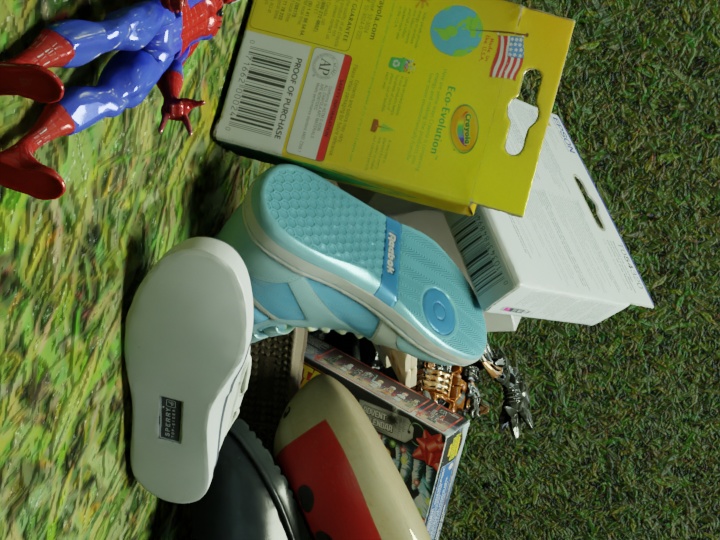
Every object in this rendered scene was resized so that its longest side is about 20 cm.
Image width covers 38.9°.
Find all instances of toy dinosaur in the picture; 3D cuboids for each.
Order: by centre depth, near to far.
[{"bbox_3d":[0.098,0.086,0.942,0.200,0.102,0.136,-47,124,-21],"label":"toy dinosaur"}]

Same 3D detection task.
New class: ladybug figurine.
[{"bbox_3d":[-0.005,0.173,0.737,0.071,0.201,0.136,-25,156,-12],"label":"ladybug figurine"}]

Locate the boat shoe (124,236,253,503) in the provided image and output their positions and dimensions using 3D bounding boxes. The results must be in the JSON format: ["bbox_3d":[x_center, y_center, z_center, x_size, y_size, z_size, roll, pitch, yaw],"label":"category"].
[{"bbox_3d":[-0.096,0.054,0.614,0.066,0.071,0.202,-69,171,-52],"label":"boat shoe"}]

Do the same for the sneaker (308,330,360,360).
[{"bbox_3d":[-0.043,0.109,0.936,0.084,0.073,0.203,-158,-107,-67],"label":"sneaker"}]

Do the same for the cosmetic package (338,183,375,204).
[{"bbox_3d":[0.019,-0.126,0.991,0.105,0.070,0.203,-14,119,-78],"label":"cosmetic package"}]

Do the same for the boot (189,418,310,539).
[{"bbox_3d":[-0.114,0.212,0.684,0.167,0.202,0.076,-26,177,-39],"label":"boot"}]

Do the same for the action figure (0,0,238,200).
[{"bbox_3d":[-0.094,-0.101,0.454,0.201,0.051,0.066,-66,164,-54],"label":"action figure"}]

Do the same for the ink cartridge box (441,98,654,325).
[{"bbox_3d":[0.126,-0.054,0.784,0.199,0.043,0.198,11,51,-48],"label":"ink cartridge box"}]

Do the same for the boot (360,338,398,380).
[{"bbox_3d":[0.000,0.090,1.041,0.200,0.065,0.167,11,-97,69],"label":"boot"}]

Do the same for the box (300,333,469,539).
[{"bbox_3d":[-0.012,0.146,0.864,0.040,0.198,0.139,-20,129,-51],"label":"box"}]

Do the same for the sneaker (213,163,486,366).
[{"bbox_3d":[-0.019,0.018,0.685,0.130,0.199,0.080,-34,-149,41],"label":"sneaker"}]

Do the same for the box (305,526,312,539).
[{"bbox_3d":[-0.088,0.276,0.830,0.201,0.075,0.100,-55,176,15],"label":"box"}]

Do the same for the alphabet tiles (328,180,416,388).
[{"bbox_3d":[0.000,0.000,0.857,0.196,0.014,0.202,83,-17,-65],"label":"alphabet tiles"}]

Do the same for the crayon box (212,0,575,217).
[{"bbox_3d":[0.021,-0.113,0.637,0.051,0.197,0.129,31,75,-80],"label":"crayon box"}]

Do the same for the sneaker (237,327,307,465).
[{"bbox_3d":[-0.073,0.105,0.826,0.076,0.070,0.203,-40,145,-75],"label":"sneaker"}]

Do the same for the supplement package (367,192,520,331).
[{"bbox_3d":[0.096,-0.045,0.918,0.200,0.120,0.121,-54,135,-53],"label":"supplement package"}]
